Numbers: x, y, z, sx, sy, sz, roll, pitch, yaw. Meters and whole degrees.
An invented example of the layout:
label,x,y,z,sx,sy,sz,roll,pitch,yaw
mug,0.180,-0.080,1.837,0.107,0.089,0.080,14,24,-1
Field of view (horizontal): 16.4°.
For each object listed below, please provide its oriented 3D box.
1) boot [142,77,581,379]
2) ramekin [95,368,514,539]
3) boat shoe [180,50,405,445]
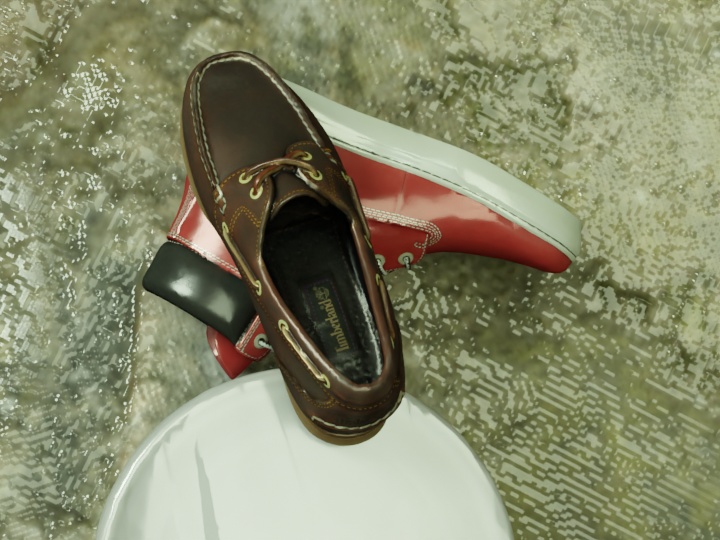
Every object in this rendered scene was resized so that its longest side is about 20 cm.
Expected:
label,x,y,z,sx,sy,sz,roll,pitch,yaw
boot,0.000,0.000,1.229,0.199,0.072,0.145,20,83,0
ramekin,-0.032,0.147,1.198,0.201,0.094,0.204,1,85,-11
boat shoe,-0.029,-0.020,1.149,0.070,0.070,0.201,-22,71,-12
